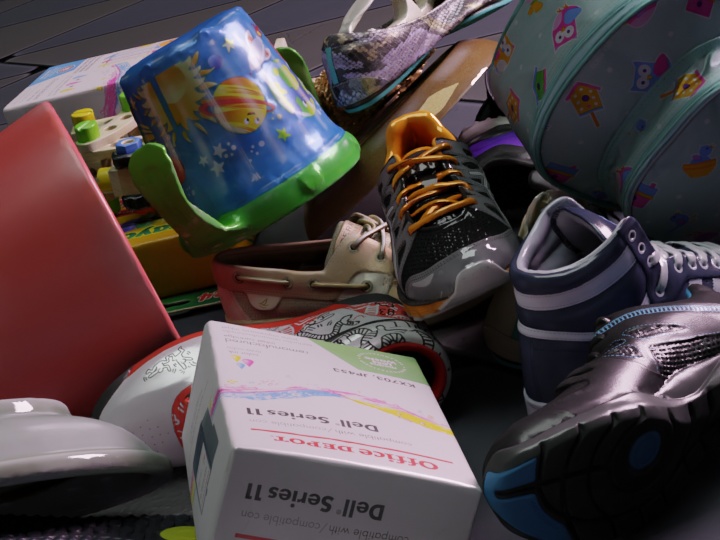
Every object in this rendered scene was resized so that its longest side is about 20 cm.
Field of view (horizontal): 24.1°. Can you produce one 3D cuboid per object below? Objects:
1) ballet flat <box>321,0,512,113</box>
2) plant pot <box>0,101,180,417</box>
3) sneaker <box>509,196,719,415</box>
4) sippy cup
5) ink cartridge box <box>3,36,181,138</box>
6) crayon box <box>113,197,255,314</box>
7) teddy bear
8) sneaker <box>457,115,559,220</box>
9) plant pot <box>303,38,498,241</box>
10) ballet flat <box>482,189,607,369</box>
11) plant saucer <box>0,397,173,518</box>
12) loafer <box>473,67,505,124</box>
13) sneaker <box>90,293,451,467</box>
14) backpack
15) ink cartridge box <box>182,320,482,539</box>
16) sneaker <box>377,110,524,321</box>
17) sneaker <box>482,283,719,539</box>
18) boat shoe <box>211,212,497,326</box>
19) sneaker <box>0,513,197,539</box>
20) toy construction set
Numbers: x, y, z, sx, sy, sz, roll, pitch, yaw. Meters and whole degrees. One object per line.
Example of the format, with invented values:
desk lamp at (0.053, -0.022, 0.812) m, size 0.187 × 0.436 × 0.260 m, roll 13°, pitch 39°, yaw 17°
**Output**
ballet flat at (0.040, -0.183, 1.196) m, size 0.072 × 0.072 × 0.200 m, roll 2°, pitch 31°, yaw 41°
plant pot at (-0.221, 0.024, 1.036) m, size 0.177 × 0.201 × 0.200 m, roll -30°, pitch 22°, yaw -7°
sneaker at (0.162, -0.001, 0.889) m, size 0.199 × 0.109 × 0.070 m, roll -26°, pitch 23°, yaw -25°
sippy cup at (-0.089, -0.098, 1.126) m, size 0.139 × 0.131 × 0.178 m, roll -32°, pitch 12°, yaw -1°
ink cartridge box at (-0.175, -0.120, 1.434) m, size 0.199 × 0.126 × 0.129 m, roll -12°, pitch 21°, yaw 14°
crayon box at (-0.145, -0.023, 1.269) m, size 0.126 × 0.051 × 0.200 m, roll -13°, pitch 21°, yaw 8°
teddy bear at (-0.007, -0.145, 1.327) m, size 0.145 × 0.067 × 0.200 m, roll -43°, pitch -1°, yaw -7°
sneaker at (0.156, -0.070, 1.148) m, size 0.199 × 0.070 × 0.100 m, roll -13°, pitch 27°, yaw 19°
plant pot at (0.024, -0.101, 1.230) m, size 0.200 × 0.027 × 0.200 m, roll -45°, pitch 6°, yaw 6°
ballet flat at (0.120, -0.012, 1.011) m, size 0.069 × 0.070 × 0.200 m, roll -9°, pitch 23°, yaw 20°
plant saucer at (-0.196, 0.101, 0.848) m, size 0.199 × 0.051 × 0.200 m, roll -12°, pitch -12°, yaw -3°
loafer at (0.120, -0.136, 1.231) m, size 0.070 × 0.069 × 0.201 m, roll 7°, pitch -19°, yaw -17°
sneaker at (-0.048, 0.070, 0.929) m, size 0.200 × 0.068 × 0.108 m, roll -18°, pitch 18°, yaw -12°
backpack at (0.183, -0.105, 0.974) m, size 0.199 × 0.176 × 0.154 m, roll 18°, pitch 37°, yaw -27°
ink cartridge box at (-0.016, 0.095, 0.776) m, size 0.116 × 0.068 × 0.200 m, roll 11°, pitch 17°, yaw -13°
sneaker at (0.043, -0.034, 0.961) m, size 0.078 × 0.078 × 0.200 m, roll -23°, pitch 19°, yaw 0°
sneaker at (0.125, 0.064, 0.788) m, size 0.199 × 0.074 × 0.082 m, roll -19°, pitch 38°, yaw -34°
boat shoe at (0.000, 0.000, 1.075) m, size 0.199 × 0.065 × 0.072 m, roll -9°, pitch 21°, yaw 19°
sneaker at (-0.116, 0.157, 0.786) m, size 0.198 × 0.079 × 0.066 m, roll 1°, pitch 4°, yaw -6°
toy construction set at (-0.132, -0.100, 1.269) m, size 0.199 × 0.093 × 0.131 m, roll -21°, pitch 20°, yaw 20°
